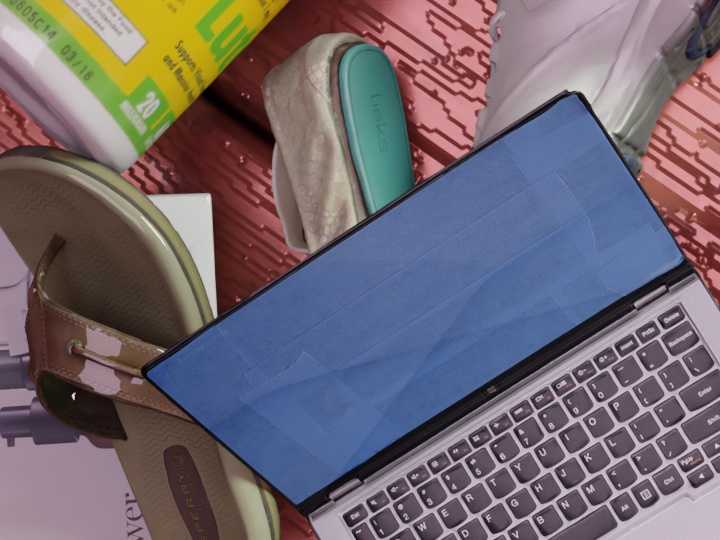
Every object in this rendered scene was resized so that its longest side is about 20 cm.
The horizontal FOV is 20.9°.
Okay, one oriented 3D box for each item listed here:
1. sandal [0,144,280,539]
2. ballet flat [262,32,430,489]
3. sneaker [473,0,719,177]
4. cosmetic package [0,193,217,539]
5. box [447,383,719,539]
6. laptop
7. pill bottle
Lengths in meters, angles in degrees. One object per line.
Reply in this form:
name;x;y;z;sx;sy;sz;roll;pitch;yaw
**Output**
sandal;-0.093;0.044;0.765;0.080;0.057;0.202;-18;99;44
ballet flat;0.000;0.000;0.836;0.062;0.067;0.202;-14;83;37
sneaker;0.086;-0.078;0.816;0.087;0.074;0.201;33;89;21
cosmetic package;-0.134;0.070;0.825;0.150;0.052;0.202;-3;89;-15
box;0.075;0.158;0.812;0.116;0.060;0.201;29;94;9
laptop;0.058;0.071;0.727;0.187;0.116;0.201;-32;84;9
pill bottle;-0.070;-0.145;0.781;0.111;0.111;0.200;42;82;8
